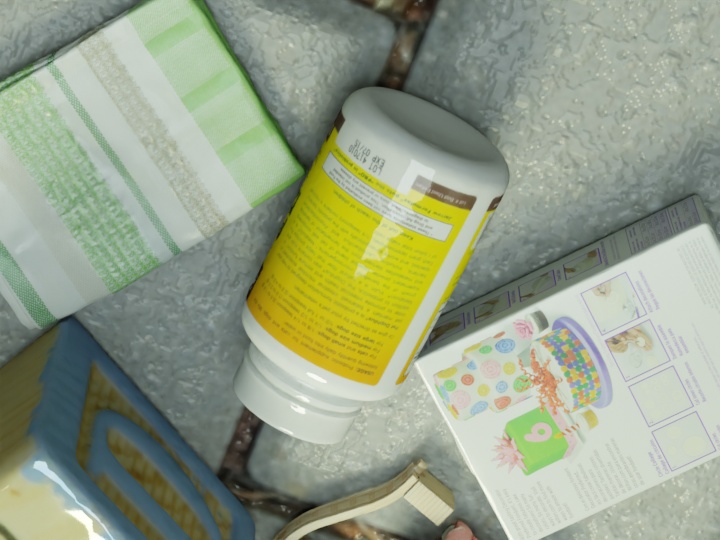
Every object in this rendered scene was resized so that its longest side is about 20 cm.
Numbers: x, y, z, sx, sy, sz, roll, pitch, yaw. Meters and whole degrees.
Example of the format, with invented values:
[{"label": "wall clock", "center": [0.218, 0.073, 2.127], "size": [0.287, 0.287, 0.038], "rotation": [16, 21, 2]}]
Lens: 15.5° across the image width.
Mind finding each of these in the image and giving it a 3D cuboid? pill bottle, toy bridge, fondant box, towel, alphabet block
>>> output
[{"label": "pill bottle", "center": [0.000, 0.000, 1.576], "size": [0.109, 0.109, 0.201], "rotation": [24, 108, -10]}, {"label": "toy bridge", "center": [-0.026, 0.190, 1.693], "size": [0.067, 0.027, 0.200], "rotation": [39, 106, -13]}, {"label": "fondant box", "center": [0.150, 0.063, 1.630], "size": [0.199, 0.058, 0.145], "rotation": [-26, 109, 8]}, {"label": "towel", "center": [-0.152, -0.069, 1.596], "size": [0.199, 0.031, 0.150], "rotation": [-29, 111, 8]}, {"label": "alphabet block", "center": [-0.197, 0.185, 1.600], "size": [0.200, 0.197, 0.196], "rotation": [-36, 106, 13]}]

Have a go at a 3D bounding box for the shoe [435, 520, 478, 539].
[{"label": "shoe", "center": [0.023, 0.254, 1.674], "size": [0.200, 0.071, 0.091], "rotation": [-44, 90, -6]}]
